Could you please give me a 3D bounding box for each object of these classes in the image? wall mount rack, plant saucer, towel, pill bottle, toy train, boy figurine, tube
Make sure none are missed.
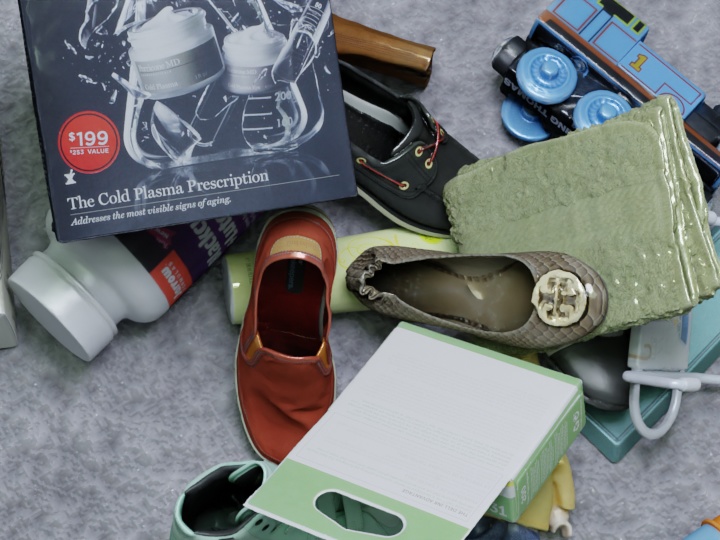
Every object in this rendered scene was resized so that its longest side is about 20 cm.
[{"bbox_3d":[0.254,0.023,1.391,0.074,0.173,0.201,7,92,41],"label":"wall mount rack"},{"bbox_3d":[0.227,0.046,1.442,0.070,0.019,0.200,43,77,13],"label":"plant saucer"},{"bbox_3d":[0.148,-0.023,1.347,0.199,0.036,0.149,-19,74,36],"label":"towel"},{"bbox_3d":[-0.153,-0.035,1.415,0.111,0.112,0.200,40,75,12],"label":"pill bottle"},{"bbox_3d":[0.192,-0.119,1.465,0.200,0.087,0.114,40,67,10],"label":"toy train"},{"bbox_3d":[0.091,0.146,1.376,0.124,0.064,0.201,12,68,-20],"label":"boy figurine"},{"bbox_3d":[0.000,0.000,1.440,0.199,0.052,0.058,-7,104,-11],"label":"tube"}]

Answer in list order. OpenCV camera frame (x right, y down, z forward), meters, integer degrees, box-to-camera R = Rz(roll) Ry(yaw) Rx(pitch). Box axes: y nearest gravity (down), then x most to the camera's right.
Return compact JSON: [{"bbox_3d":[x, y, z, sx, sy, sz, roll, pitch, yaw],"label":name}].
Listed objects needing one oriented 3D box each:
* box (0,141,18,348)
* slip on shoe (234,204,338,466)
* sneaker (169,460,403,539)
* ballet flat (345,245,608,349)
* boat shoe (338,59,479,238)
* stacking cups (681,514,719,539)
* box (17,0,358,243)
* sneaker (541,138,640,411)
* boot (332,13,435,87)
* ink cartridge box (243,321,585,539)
[{"bbox_3d":[-0.292,-0.046,1.435,0.068,0.082,0.201,-7,72,-5],"label":"box"},{"bbox_3d":[-0.050,0.054,1.359,0.074,0.201,0.061,7,29,0],"label":"slip on shoe"},{"bbox_3d":[-0.033,0.156,1.347,0.199,0.118,0.074,-18,70,-8],"label":"sneaker"},{"bbox_3d":[0.073,0.013,1.346,0.199,0.046,0.068,9,90,33],"label":"ballet flat"},{"bbox_3d":[0.028,-0.085,1.425,0.201,0.063,0.074,28,55,-18],"label":"boat shoe"},{"bbox_3d":[0.236,0.207,1.372,0.199,0.061,0.061,-31,74,-16],"label":"stacking cups"},{"bbox_3d":[-0.117,-0.125,1.305,0.199,0.104,0.183,-10,96,-9],"label":"box"},{"bbox_3d":[0.160,-0.002,1.394,0.074,0.088,0.201,-6,70,-38],"label":"sneaker"},{"bbox_3d":[-0.046,-0.169,1.432,0.199,0.188,0.069,19,88,7],"label":"boot"},{"bbox_3d":[0.039,0.125,1.293,0.145,0.048,0.200,18,47,27],"label":"ink cartridge box"}]
